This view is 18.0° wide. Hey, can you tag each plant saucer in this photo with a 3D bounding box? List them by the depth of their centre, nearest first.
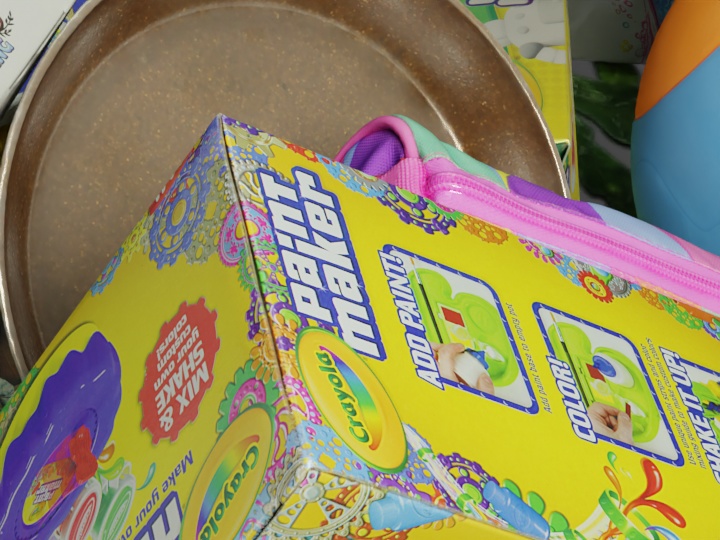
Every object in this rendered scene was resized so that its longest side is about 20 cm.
[{"bbox_3d":[-0.023,-0.004,0.701,0.199,0.202,0.034,-21,5,-28],"label":"plant saucer"}]

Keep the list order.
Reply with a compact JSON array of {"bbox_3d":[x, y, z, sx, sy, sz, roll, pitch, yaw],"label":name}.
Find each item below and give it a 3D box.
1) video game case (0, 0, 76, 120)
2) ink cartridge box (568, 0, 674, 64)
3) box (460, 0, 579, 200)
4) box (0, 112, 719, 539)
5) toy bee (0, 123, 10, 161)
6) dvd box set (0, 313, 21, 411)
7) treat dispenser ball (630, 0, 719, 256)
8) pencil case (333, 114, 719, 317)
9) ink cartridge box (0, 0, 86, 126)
[{"bbox_3d":[-0.169,0.015,0.659,0.045,0.200,0.182,32,36,-9],"label":"video game case"},{"bbox_3d":[0.122,-0.190,1.021,0.198,0.145,0.146,4,41,-5],"label":"ink cartridge box"},{"bbox_3d":[0.061,-0.050,0.878,0.048,0.118,0.201,-5,41,5],"label":"box"},{"bbox_3d":[-0.002,0.097,0.596,0.192,0.200,0.122,21,34,-31],"label":"box"},{"bbox_3d":[-0.157,-0.070,0.843,0.199,0.109,0.131,-29,64,-5],"label":"toy bee"},{"bbox_3d":[-0.118,0.063,0.795,0.145,0.030,0.200,-17,47,-25],"label":"dvd box set"},{"bbox_3d":[0.198,-0.044,0.829,0.199,0.202,0.202,4,42,-3],"label":"treat dispenser ball"},{"bbox_3d":[0.077,0.020,0.686,0.199,0.089,0.089,17,37,-25],"label":"pencil case"},{"bbox_3d":[-0.154,-0.090,0.788,0.199,0.037,0.095,-26,88,-24],"label":"ink cartridge box"}]
